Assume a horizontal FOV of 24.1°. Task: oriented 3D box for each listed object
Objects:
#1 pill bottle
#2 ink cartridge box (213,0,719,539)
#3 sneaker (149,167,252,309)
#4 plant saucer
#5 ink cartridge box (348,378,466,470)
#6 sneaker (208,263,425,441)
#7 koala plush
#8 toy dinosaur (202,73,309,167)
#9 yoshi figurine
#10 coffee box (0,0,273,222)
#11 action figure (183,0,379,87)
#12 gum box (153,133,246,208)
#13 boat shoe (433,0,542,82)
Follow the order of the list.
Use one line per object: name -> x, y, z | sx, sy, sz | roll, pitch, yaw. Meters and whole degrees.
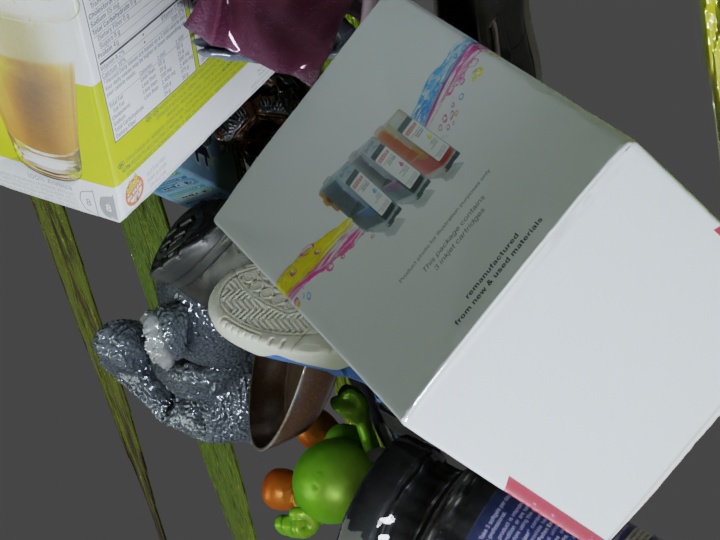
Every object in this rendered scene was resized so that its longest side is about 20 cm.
pill bottle -> 0.091, 0.170, 0.908 | 0.200, 0.112, 0.112 | 27, 148, 19
ink cartridge box -> 0.059, -0.006, 0.759 | 0.145, 0.145, 0.200 | 35, -174, -38
sneaker -> -0.064, -0.026, 1.224 | 0.091, 0.076, 0.200 | 40, 138, -21
plant saucer -> -0.041, 0.041, 1.275 | 0.200, 0.034, 0.200 | -166, 90, -77
ink cartridge box -> 0.024, 0.086, 1.277 | 0.200, 0.039, 0.099 | 63, 164, 14
sneaker -> 0.003, 0.058, 1.085 | 0.111, 0.200, 0.077 | 80, -161, -51
koala plush -> -0.129, 0.049, 1.506 | 0.184, 0.177, 0.200 | 48, 158, 19
toy dinosaur -> -0.095, -0.148, 1.246 | 0.200, 0.102, 0.136 | 49, -173, -18
yoshi figurine -> -0.022, 0.151, 1.266 | 0.200, 0.112, 0.113 | 5, 112, 69
coffee box -> -0.179, -0.184, 1.001 | 0.200, 0.200, 0.198 | 17, 135, 26
action figure -> -0.020, -0.193, 0.914 | 0.149, 0.134, 0.200 | 30, 127, 8
gum box -> -0.149, -0.140, 1.249 | 0.200, 0.045, 0.170 | 22, -127, -71
boat shoe -> 0.054, -0.132, 0.841 | 0.067, 0.057, 0.200 | 55, 160, 35
